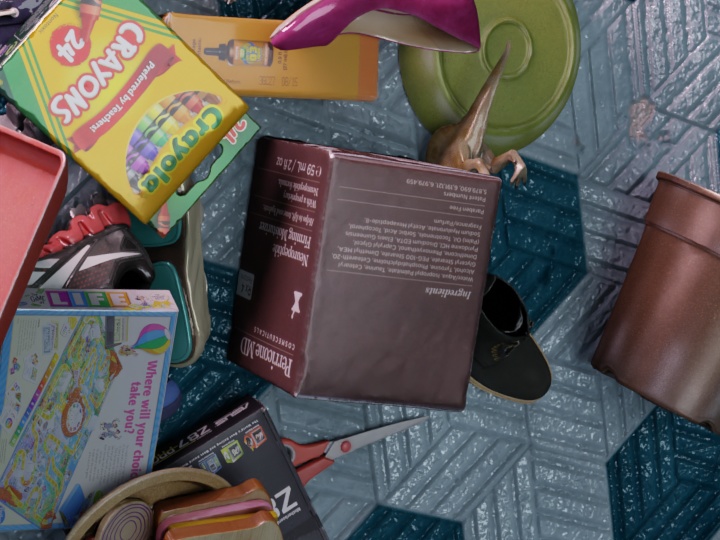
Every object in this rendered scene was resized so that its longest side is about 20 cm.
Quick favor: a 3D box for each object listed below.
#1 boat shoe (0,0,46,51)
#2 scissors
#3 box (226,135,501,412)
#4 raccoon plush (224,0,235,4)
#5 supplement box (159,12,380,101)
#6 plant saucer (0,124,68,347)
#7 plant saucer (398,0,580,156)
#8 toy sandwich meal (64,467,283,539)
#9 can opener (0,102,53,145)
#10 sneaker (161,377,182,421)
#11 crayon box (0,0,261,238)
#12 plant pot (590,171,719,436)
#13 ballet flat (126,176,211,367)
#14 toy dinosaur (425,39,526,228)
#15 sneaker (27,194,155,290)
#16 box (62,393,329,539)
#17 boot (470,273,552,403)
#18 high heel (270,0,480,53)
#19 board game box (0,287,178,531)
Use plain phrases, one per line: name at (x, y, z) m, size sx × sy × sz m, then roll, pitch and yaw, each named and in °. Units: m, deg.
boat shoe at (-0.224, -0.208, 1.327) m, size 0.198 × 0.075 × 0.094 m, roll -3°, pitch 106°, yaw -20°
scissors at (-0.026, 0.158, 1.517) m, size 0.199 × 0.014 × 0.074 m, roll -31°, pitch 109°, yaw -19°
box at (0.000, 0.000, 1.418) m, size 0.163 × 0.166 × 0.202 m, roll 7°, pitch 95°, yaw -26°
raccoon plush at (-0.047, -0.248, 1.402) m, size 0.200 × 0.097 × 0.134 m, roll 41°, pitch 87°, yaw -27°
supplement box at (-0.084, -0.178, 1.404) m, size 0.198 × 0.069 × 0.067 m, roll -1°, pitch 97°, yaw -30°
plant saucer at (-0.310, -0.016, 1.247) m, size 0.037 × 0.198 × 0.202 m, roll 26°, pitch 87°, yaw -54°
plant saucer at (0.128, -0.204, 1.534) m, size 0.198 × 0.031 × 0.202 m, roll -5°, pitch 101°, yaw -27°
toy sandwich meal at (-0.156, 0.249, 1.348) m, size 0.204 × 0.070 × 0.207 m, roll -20°, pitch 128°, yaw -28°
can opener at (-0.254, -0.111, 1.341) m, size 0.199 × 0.053 × 0.067 m, roll -37°, pitch 145°, yaw -18°
sneaker at (-0.237, 0.091, 1.361) m, size 0.198 × 0.074 × 0.083 m, roll 1°, pitch 96°, yaw -29°
crayon box at (-0.178, -0.130, 1.294) m, size 0.200 × 0.051 × 0.127 m, roll 43°, pitch 87°, yaw -24°
plant pot at (0.329, 0.038, 1.601) m, size 0.199 × 0.200 × 0.200 m, roll 25°, pitch 95°, yaw -29°
ballet flat at (-0.157, -0.021, 1.398) m, size 0.069 × 0.069 × 0.202 m, roll -11°, pitch 105°, yaw -26°
toy dinosaur at (0.095, -0.101, 1.475) m, size 0.058 × 0.101 × 0.201 m, roll 7°, pitch 116°, yaw -43°
sneaker at (-0.243, 0.024, 1.314) m, size 0.200 × 0.071 × 0.098 m, roll -34°, pitch 76°, yaw -33°
box at (-0.141, 0.227, 1.442) m, size 0.199 × 0.049 × 0.162 m, roll -30°, pitch 113°, yaw -16°
boot at (0.132, 0.066, 1.518) m, size 0.200 × 0.138 × 0.078 m, roll 41°, pitch 79°, yaw -28°
high heel at (0.017, -0.196, 1.384) m, size 0.199 × 0.067 × 0.097 m, roll -30°, pitch 95°, yaw -38°
board game box at (-0.223, 0.110, 1.303) m, size 0.133 × 0.034 × 0.202 m, roll 2°, pitch 117°, yaw -22°
